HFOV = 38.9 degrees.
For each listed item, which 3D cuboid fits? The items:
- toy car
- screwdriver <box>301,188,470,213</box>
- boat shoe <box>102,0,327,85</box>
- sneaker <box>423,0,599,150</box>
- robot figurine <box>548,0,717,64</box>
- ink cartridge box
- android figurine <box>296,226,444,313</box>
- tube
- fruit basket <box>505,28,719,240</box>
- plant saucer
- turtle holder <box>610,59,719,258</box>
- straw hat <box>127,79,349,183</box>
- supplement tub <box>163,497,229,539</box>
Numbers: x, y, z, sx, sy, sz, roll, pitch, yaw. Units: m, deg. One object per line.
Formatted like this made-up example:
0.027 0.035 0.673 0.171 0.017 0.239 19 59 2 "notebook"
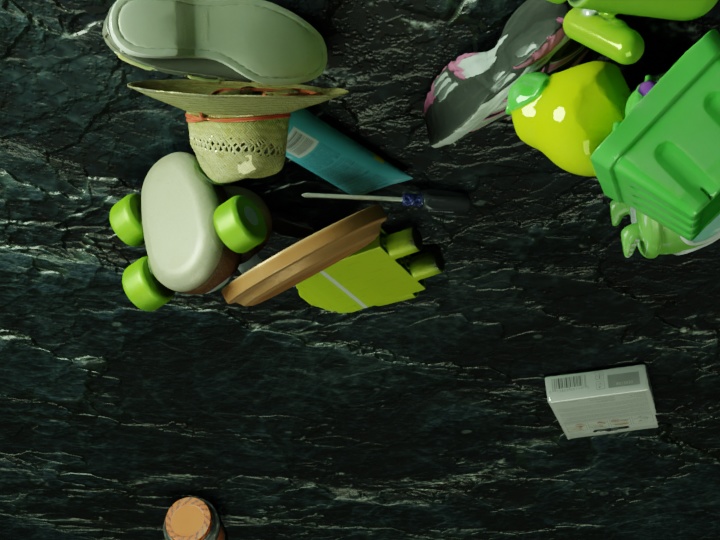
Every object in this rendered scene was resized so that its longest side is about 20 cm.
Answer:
-0.145 -0.036 1.133 0.163 0.159 0.199 -30 152 24 "toy car"
0.032 -0.079 1.135 0.198 0.028 0.029 0 -165 -22 "screwdriver"
-0.128 -0.204 0.907 0.200 0.073 0.060 4 178 -26 "boat shoe"
0.143 -0.168 0.953 0.086 0.081 0.199 19 146 -33 "sneaker"
0.204 -0.253 0.765 0.197 0.116 0.177 6 123 -7 "robot figurine"
0.397 0.216 1.660 0.159 0.051 0.200 -10 153 17 "ink cartridge box"
0.000 0.000 1.284 0.198 0.041 0.182 -18 146 27 "android figurine"
-0.032 -0.122 1.072 0.077 0.051 0.199 -10 156 36 "tube"
0.234 -0.127 0.863 0.156 0.216 0.215 -45 136 8 "fruit basket"
-0.058 -0.011 1.114 0.199 0.033 0.200 -29 178 -1 "plant saucer"
0.315 -0.109 1.020 0.130 0.188 0.141 -8 -178 10 "turtle holder"
-0.110 -0.123 0.915 0.198 0.086 0.201 1 -166 0 "straw hat"
-0.353 0.563 2.185 0.121 0.124 0.201 -1 150 1 "supplement tub"
